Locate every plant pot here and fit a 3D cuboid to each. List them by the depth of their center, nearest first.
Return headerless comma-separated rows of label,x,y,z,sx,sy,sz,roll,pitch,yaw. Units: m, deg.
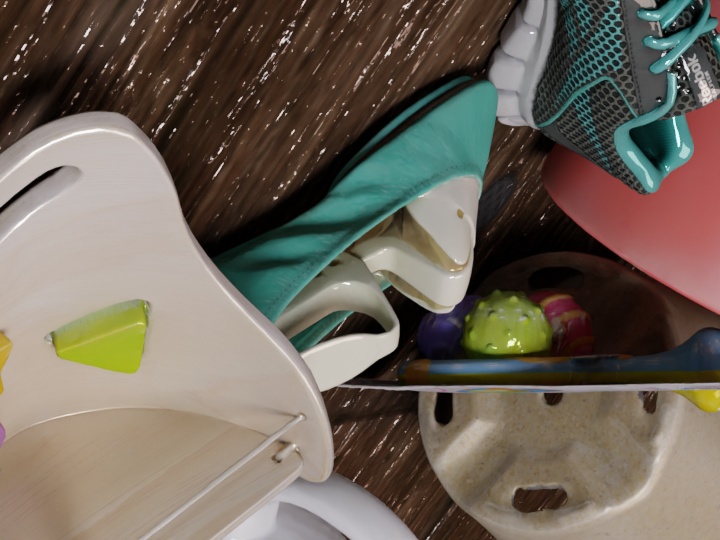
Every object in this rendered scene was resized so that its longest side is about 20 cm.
plant pot,0.201,-0.078,1.099,0.200,0.200,0.178,-7,124,-61
plant pot,0.124,0.080,1.230,0.201,0.200,0.183,-50,149,4

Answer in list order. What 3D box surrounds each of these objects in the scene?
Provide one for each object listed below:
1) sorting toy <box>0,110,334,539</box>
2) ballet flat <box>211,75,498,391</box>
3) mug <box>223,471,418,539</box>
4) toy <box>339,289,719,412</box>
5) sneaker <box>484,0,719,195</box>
sorting toy,-0.112,0.041,0.786,0.200,0.107,0.181,-37,150,-28
ballet flat,0.000,0.000,0.968,0.200,0.070,0.068,-36,157,-31
mug,-0.030,0.165,1.054,0.147,0.175,0.201,-26,151,-46
toy,0.079,0.032,1.089,0.115,0.199,0.048,9,84,-67
sneaker,0.108,-0.103,0.972,0.078,0.091,0.200,-41,159,-22
